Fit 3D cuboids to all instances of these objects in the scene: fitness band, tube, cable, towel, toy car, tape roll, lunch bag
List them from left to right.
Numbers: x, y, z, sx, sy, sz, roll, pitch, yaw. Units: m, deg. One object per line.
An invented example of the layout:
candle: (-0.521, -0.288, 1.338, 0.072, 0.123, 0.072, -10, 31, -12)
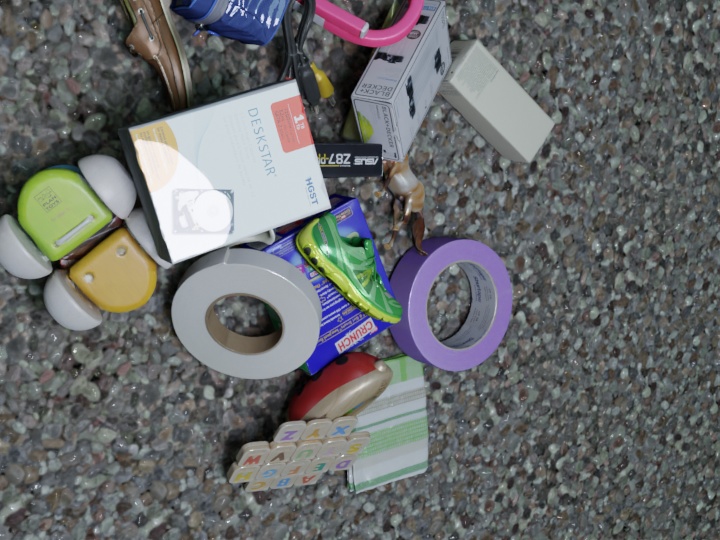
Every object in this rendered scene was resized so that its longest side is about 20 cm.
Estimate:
toy car: (-0.329, -0.045, 1.130, 0.175, 0.150, 0.200, -37, 121, -1)
lunch bag: (-0.158, -0.378, 1.159, 0.132, 0.136, 0.202, 22, 91, -30)
tape roll: (-0.150, 0.060, 1.247, 0.201, 0.037, 0.204, 3, 128, 4)
cable: (-0.090, -0.279, 1.236, 0.096, 0.050, 0.201, -23, 134, -11)
fitness band: (-0.011, -0.379, 1.240, 0.199, 0.037, 0.144, 31, 68, 1)
tube: (0.027, -0.276, 1.334, 0.052, 0.058, 0.202, 18, 93, -23)
towel: (0.038, 0.235, 1.469, 0.148, 0.031, 0.202, -11, 103, -29)
tape roll: (0.138, 0.050, 1.447, 0.198, 0.065, 0.202, -5, 99, -31)

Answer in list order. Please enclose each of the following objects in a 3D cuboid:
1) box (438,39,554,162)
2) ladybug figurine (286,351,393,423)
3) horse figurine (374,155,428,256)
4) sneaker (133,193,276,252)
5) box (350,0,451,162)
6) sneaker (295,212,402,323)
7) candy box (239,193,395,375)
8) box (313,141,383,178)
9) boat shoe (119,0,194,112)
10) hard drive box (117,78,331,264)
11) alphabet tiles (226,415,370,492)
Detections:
box: (0.200, -0.255, 1.424, 0.200, 0.068, 0.082, 40, 80, -30)
ladybug figurine: (-0.036, 0.179, 1.346, 0.200, 0.072, 0.135, -41, 165, 27)
horse figurine: (0.056, -0.119, 1.366, 0.133, 0.050, 0.201, -56, 132, -42)
sneaker: (-0.198, -0.064, 1.222, 0.198, 0.067, 0.090, -6, 59, -28)
box: (0.060, -0.262, 1.281, 0.117, 0.060, 0.201, 72, 37, -54)
sneaker: (0.000, 0.000, 1.278, 0.084, 0.074, 0.200, -49, 119, -9)
candy box: (-0.053, 0.019, 1.339, 0.168, 0.077, 0.201, -30, 113, -21)
box: (-0.093, -0.143, 1.231, 0.198, 0.161, 0.050, -4, 98, -29)
boat shoe: (-0.261, -0.289, 1.166, 0.067, 0.072, 0.202, -18, 100, -20)
hard drive box: (-0.153, -0.115, 1.071, 0.199, 0.077, 0.157, -22, 104, -20)
alphabet tiles: (-0.086, 0.266, 1.338, 0.198, 0.015, 0.196, -1, 142, -29)
